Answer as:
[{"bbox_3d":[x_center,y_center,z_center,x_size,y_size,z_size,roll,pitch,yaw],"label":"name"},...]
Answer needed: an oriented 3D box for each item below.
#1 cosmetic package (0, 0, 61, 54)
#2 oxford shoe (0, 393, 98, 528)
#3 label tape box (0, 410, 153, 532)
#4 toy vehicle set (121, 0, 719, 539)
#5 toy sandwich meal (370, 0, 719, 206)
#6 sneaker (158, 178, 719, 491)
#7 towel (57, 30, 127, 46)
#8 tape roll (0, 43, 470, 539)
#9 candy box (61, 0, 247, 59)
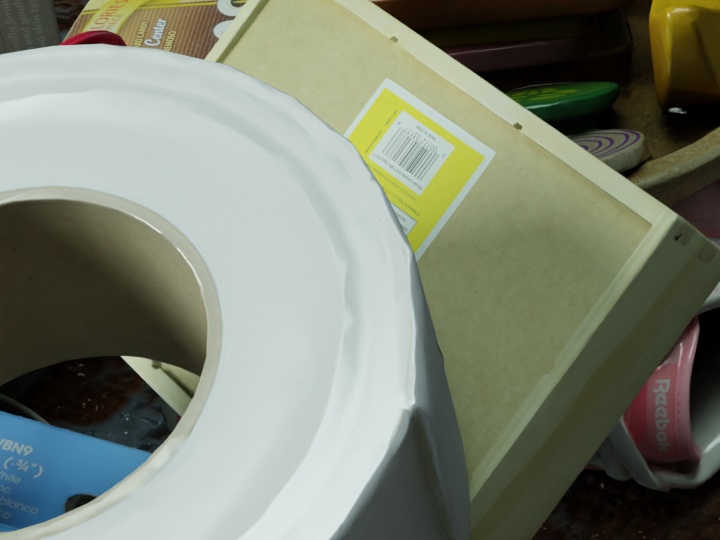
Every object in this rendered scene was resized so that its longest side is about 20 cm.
[{"bbox_3d":[-0.190,-0.146,1.149,0.090,0.107,0.200,-22,39,-16],"label":"cosmetic package"},{"bbox_3d":[-0.075,0.094,0.839,0.075,0.058,0.200,-30,42,-28],"label":"oxford shoe"},{"bbox_3d":[-0.089,0.113,0.755,0.143,0.063,0.201,15,56,13],"label":"label tape box"},{"bbox_3d":[0.000,0.000,0.803,0.125,0.026,0.200,-53,41,3],"label":"toy vehicle set"},{"bbox_3d":[0.043,-0.076,0.909,0.204,0.071,0.205,-8,26,4],"label":"toy sandwich meal"},{"bbox_3d":[0.044,0.027,0.879,0.199,0.076,0.105,-16,31,-14],"label":"sneaker"},{"bbox_3d":[-0.169,-0.010,0.945,0.199,0.023,0.145,-23,18,48],"label":"towel"},{"bbox_3d":[-0.076,0.042,0.712,0.201,0.071,0.203,-7,51,8],"label":"tape roll"},{"bbox_3d":[-0.014,-0.046,1.010,0.198,0.056,0.116,4,37,18],"label":"candy box"}]
